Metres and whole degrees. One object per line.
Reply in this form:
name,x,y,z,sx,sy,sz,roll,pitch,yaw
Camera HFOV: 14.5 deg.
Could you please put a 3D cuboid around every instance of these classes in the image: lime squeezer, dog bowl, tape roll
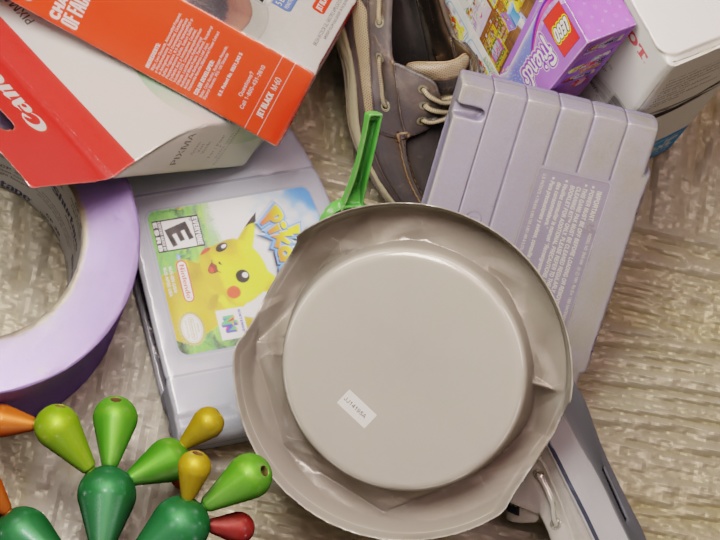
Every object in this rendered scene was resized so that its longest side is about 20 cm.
lime squeezer,0.000,0.000,1.707,0.038,0.071,0.200,-4,101,-32
dog bowl,0.028,0.054,1.644,0.200,0.059,0.200,2,100,11
tape roll,-0.235,-0.009,1.682,0.200,0.085,0.200,4,71,-11

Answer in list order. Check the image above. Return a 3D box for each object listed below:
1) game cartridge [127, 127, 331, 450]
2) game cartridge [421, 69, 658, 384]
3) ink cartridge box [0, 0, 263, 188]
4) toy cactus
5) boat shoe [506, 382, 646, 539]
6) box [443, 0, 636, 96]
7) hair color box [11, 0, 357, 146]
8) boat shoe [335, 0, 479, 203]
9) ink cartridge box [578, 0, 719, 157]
game cartridge,-0.073,0.005,1.739,0.133,0.040,0.200,-10,73,-19
game cartridge,0.096,-0.015,1.719,0.130,0.038,0.200,12,113,-12
ink cartridge box,-0.166,-0.122,1.681,0.161,0.050,0.200,46,27,22
toy cactus,-0.151,0.154,1.629,0.200,0.102,0.165,1,63,0
boat shoe,0.108,0.130,1.711,0.086,0.075,0.202,-25,94,14
box,0.089,-0.160,1.744,0.039,0.200,0.137,-22,77,-24
hair color box,-0.112,-0.168,1.697,0.200,0.064,0.111,28,34,-2
boat shoe,0.033,-0.116,1.755,0.074,0.073,0.200,-28,102,-32
ink cartridge box,0.159,-0.160,1.758,0.084,0.200,0.145,-23,77,-21
